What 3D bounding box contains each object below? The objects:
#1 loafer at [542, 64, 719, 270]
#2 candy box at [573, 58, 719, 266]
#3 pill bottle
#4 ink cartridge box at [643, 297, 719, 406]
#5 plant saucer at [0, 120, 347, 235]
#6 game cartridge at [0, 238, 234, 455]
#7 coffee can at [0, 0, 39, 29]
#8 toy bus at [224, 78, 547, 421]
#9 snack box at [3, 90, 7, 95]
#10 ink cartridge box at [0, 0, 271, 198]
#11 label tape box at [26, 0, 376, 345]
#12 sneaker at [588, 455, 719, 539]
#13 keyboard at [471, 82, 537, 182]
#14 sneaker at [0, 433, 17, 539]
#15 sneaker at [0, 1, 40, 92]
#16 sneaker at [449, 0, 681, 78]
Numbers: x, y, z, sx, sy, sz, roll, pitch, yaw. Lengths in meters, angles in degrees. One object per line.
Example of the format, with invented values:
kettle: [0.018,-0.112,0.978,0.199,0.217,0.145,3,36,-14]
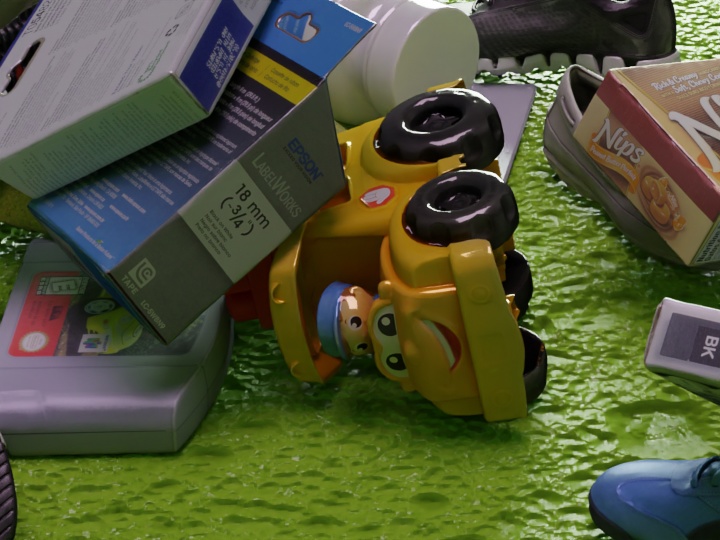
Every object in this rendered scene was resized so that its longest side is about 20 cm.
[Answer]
loafer: [0.176,-0.062,1.698,0.070,0.070,0.200,-19,35,-28]
candy box: [0.235,-0.070,1.637,0.199,0.055,0.116,-9,48,-40]
pill bottle: [-0.021,-0.161,1.855,0.112,0.113,0.200,-29,37,-35]
ink cartridge box: [0.266,0.068,1.383,0.199,0.044,0.198,11,-7,29]
plant saucer: [-0.120,-0.071,1.738,0.199,0.048,0.199,14,27,38]
game cartridge: [-0.140,0.038,1.610,0.133,0.041,0.200,2,31,3]
coffee can: [-0.331,-0.248,2.009,0.146,0.147,0.200,-24,36,-30]
toy bus: [0.000,0.000,1.564,0.191,0.136,0.200,-11,32,1]
snack box: [-0.311,-0.091,1.756,0.168,0.068,0.200,-38,37,-2]
ink cartridge box: [-0.135,-0.128,1.615,0.200,0.041,0.200,-20,32,37]
label tape box: [-0.075,-0.064,1.558,0.200,0.063,0.144,-42,29,-7]
sneaker: [0.209,0.109,1.399,0.199,0.079,0.066,9,36,24]
keyboard: [0.071,-0.074,1.798,0.056,0.011,0.200,7,32,10]
sneaker: [-0.231,0.088,1.504,0.074,0.089,0.200,-34,60,-2]
sneaker: [-0.185,-0.147,1.842,0.093,0.071,0.199,-27,7,-43]
sneaker: [0.121,-0.176,1.874,0.199,0.091,0.066,7,22,17]
